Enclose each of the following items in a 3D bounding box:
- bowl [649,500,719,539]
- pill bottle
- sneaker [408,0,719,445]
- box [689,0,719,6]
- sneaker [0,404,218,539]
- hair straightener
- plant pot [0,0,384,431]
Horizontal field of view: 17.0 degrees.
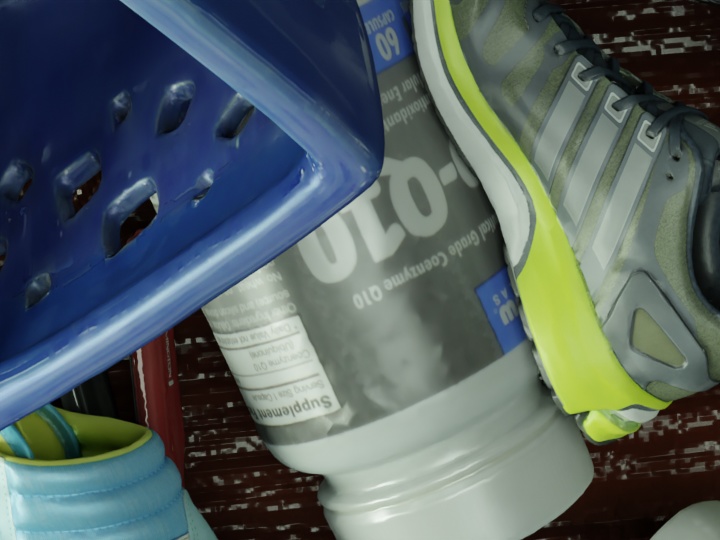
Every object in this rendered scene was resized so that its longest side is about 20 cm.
[{"bbox_3d":[0.145,0.206,0.868,0.200,0.075,0.200,36,88,-35],"label":"bowl"},{"bbox_3d":[0.000,0.000,0.842,0.113,0.114,0.201,-26,100,-3],"label":"pill bottle"},{"bbox_3d":[0.080,-0.047,0.808,0.081,0.074,0.201,-21,96,24],"label":"sneaker"},{"bbox_3d":[0.127,-0.193,0.827,0.157,0.050,0.201,14,96,25],"label":"box"},{"bbox_3d":[-0.140,0.113,0.842,0.199,0.080,0.131,-21,102,7],"label":"sneaker"},{"bbox_3d":[-0.098,0.086,0.887,0.077,0.041,0.201,-5,104,13],"label":"hair straightener"},{"bbox_3d":[-0.122,-0.093,0.704,0.200,0.180,0.200,-32,124,31],"label":"plant pot"}]
